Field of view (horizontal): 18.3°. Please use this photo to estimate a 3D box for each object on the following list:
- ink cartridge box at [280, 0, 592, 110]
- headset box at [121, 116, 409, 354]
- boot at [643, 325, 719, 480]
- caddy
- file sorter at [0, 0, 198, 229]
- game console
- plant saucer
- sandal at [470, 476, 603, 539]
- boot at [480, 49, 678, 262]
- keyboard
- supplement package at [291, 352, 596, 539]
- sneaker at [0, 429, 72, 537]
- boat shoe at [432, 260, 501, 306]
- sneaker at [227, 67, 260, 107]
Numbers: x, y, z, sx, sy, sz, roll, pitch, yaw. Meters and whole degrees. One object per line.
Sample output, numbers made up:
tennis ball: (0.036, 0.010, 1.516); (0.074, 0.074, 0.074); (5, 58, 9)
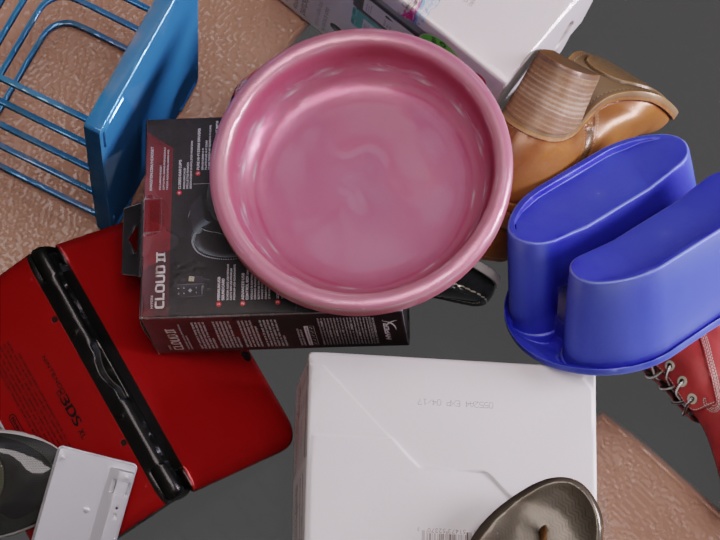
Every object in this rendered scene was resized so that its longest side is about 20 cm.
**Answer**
ink cartridge box: (0.060, -0.220, 1.630); (0.200, 0.147, 0.146); (38, 72, 6)
headset box: (-0.067, -0.026, 1.533); (0.198, 0.077, 0.150); (-3, 68, 5)
boot: (0.221, 0.082, 1.603); (0.143, 0.073, 0.201); (-1, 66, -7)
caddy: (0.190, -0.004, 1.551); (0.199, 0.105, 0.141); (-30, 42, -25)
file sorter: (-0.196, -0.141, 1.549); (0.122, 0.200, 0.139); (26, 72, 5)
game console: (-0.178, 0.084, 1.577); (0.172, 0.119, 0.201); (-34, 78, 16)
plant saucer: (0.001, -0.061, 1.474); (0.199, 0.051, 0.202); (-2, 68, 4)
sandal: (0.077, 0.209, 1.437); (0.199, 0.055, 0.082); (-31, 84, -12)
boot: (0.149, -0.076, 1.626); (0.076, 0.200, 0.156); (32, 106, 22)
keyboard: (-0.203, 0.220, 1.498); (0.056, 0.011, 0.201); (16, 92, -11)
supplement package: (0.055, 0.149, 1.538); (0.198, 0.111, 0.157); (3, 73, -6)
sneaker: (-0.294, 0.148, 1.496); (0.198, 0.085, 0.075); (-3, 88, 2)
boat shoe: (0.000, 0.000, 1.599); (0.199, 0.076, 0.061); (15, 74, 10)
sneaker: (-0.001, -0.094, 1.617); (0.199, 0.085, 0.075); (17, 72, -2)
